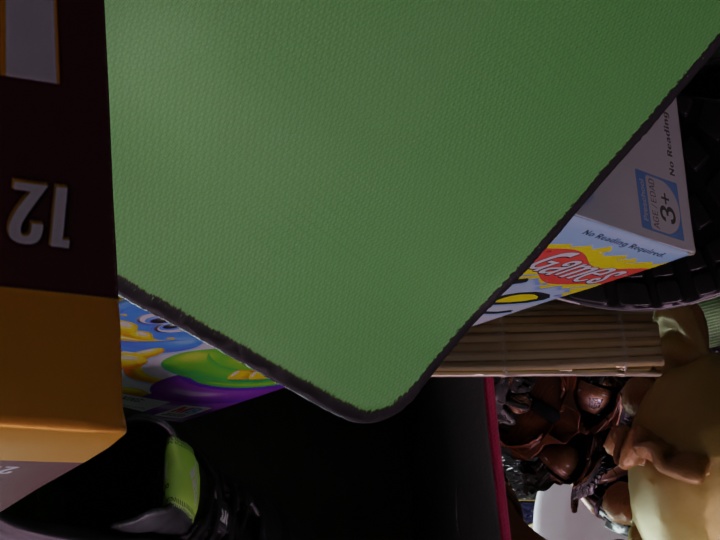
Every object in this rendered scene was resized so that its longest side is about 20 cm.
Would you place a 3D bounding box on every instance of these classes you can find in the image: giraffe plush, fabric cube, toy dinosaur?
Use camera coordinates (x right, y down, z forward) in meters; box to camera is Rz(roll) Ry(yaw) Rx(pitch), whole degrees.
[{"bbox_3d":[0.166,0.085,0.851,0.200,0.173,0.162,39,162,-20],"label":"giraffe plush"},{"bbox_3d":[-0.058,0.091,0.870,0.199,0.197,0.199,-3,164,-8],"label":"fabric cube"},{"bbox_3d":[0.119,0.068,1.016,0.199,0.103,0.136,-9,-148,-40],"label":"toy dinosaur"}]

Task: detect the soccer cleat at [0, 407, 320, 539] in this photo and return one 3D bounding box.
[{"bbox_3d":[-0.065,0.078,0.682,0.081,0.068,0.200,-21,148,36],"label":"soccer cleat"}]

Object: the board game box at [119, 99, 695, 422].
[{"bbox_3d":[-0.021,-0.034,0.637,0.199,0.106,0.103,-19,157,40],"label":"board game box"}]

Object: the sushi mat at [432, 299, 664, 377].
[{"bbox_3d":[0.000,0.000,0.773,0.199,0.096,0.012,0,135,-12],"label":"sushi mat"}]

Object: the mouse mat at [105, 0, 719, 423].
[{"bbox_3d":[0.021,-0.064,0.485,0.200,0.008,0.161,-49,136,8],"label":"mouse mat"}]

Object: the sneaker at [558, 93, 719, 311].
[{"bbox_3d":[0.138,-0.023,0.770,0.199,0.076,0.088,-9,168,12],"label":"sneaker"}]

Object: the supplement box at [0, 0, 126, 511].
[{"bbox_3d":[-0.144,-0.045,0.418,0.132,0.201,0.197,5,160,-28],"label":"supplement box"}]

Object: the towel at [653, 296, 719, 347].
[{"bbox_3d":[0.170,-0.005,0.911,0.199,0.024,0.152,-19,158,33],"label":"towel"}]

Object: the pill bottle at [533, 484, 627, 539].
[{"bbox_3d":[0.189,0.147,1.229,0.113,0.115,0.200,-16,159,31],"label":"pill bottle"}]

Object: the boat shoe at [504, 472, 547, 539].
[{"bbox_3d":[0.034,0.105,1.026,0.199,0.068,0.072,19,177,43],"label":"boat shoe"}]
